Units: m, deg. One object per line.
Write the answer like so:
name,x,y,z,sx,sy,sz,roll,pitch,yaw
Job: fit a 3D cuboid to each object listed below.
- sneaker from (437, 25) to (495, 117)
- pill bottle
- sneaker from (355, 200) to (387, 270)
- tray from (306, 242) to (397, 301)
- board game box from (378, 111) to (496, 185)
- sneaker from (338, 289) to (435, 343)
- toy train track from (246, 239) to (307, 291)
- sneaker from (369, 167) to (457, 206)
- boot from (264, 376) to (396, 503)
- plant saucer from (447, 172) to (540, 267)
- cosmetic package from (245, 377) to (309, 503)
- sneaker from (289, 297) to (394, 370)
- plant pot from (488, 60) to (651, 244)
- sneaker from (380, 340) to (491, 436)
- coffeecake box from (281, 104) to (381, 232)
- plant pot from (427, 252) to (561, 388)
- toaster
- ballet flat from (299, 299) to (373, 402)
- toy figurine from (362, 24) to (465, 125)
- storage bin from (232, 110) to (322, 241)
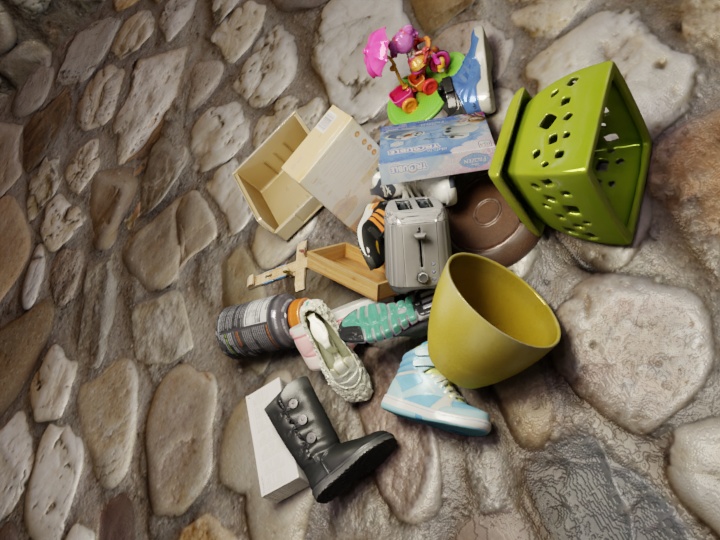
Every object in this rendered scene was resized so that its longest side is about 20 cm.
sneaker,0.199,-0.381,1.448,0.110,0.077,0.203,-10,65,22
pill bottle,-0.175,0.105,1.435,0.198,0.106,0.108,-13,57,32
sneaker,0.049,-0.078,1.357,0.089,0.071,0.201,-19,27,18
tray,0.000,0.000,1.367,0.199,0.098,0.038,24,119,44
board game box,0.132,-0.221,1.321,0.197,0.044,0.200,-8,29,7
sneaker,0.064,0.096,1.244,0.197,0.088,0.075,-17,47,15
toy train track,-0.163,-0.004,1.540,0.198,0.032,0.116,-20,54,29
sneaker,0.085,-0.149,1.339,0.128,0.081,0.199,-17,30,-12
boot,-0.054,0.259,1.252,0.164,0.066,0.201,-35,51,-4
plant saucer,0.225,-0.095,1.291,0.198,0.034,0.203,-19,54,28
cosmetic package,-0.147,0.301,1.335,0.082,0.051,0.202,-29,50,15
sneaker,-0.019,0.115,1.339,0.198,0.075,0.106,-22,92,-4
plant pot,0.318,-0.169,1.146,0.180,0.199,0.202,0,60,40
sneaker,0.128,0.179,1.173,0.198,0.079,0.132,8,71,39
coffeecake box,-0.028,-0.188,1.426,0.154,0.200,0.073,-50,46,1
plant pot,0.179,0.092,1.129,0.143,0.198,0.201,-57,41,29
toaster,0.094,-0.047,1.238,0.112,0.131,0.200,-4,14,2
ballet flat,-0.048,0.141,1.268,0.071,0.072,0.202,-33,87,17
toy figurine,0.092,-0.413,1.477,0.199,0.184,0.151,-39,47,12
storage bin,-0.151,-0.200,1.604,0.200,0.094,0.199,-42,46,10
